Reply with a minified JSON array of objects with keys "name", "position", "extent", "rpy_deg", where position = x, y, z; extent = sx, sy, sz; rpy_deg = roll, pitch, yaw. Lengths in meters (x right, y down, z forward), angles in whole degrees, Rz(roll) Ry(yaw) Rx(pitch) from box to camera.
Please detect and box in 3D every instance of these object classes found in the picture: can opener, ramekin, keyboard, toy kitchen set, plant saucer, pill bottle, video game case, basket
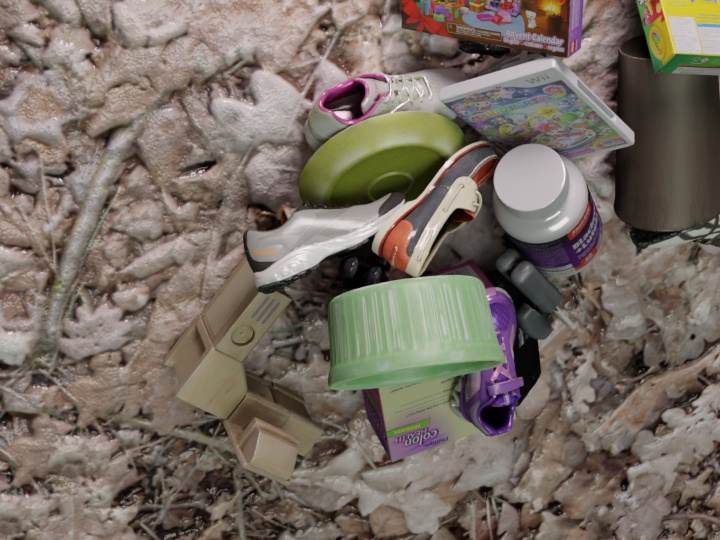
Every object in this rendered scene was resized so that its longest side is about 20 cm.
[{"name":"can opener","position":[0.208,0.039,1.596],"extent":[0.067,0.053,0.200],"rpy_deg":[-48,146,3]},{"name":"can opener","position":[0.000,0.000,1.509],"extent":[0.063,0.200,0.079],"rpy_deg":[13,92,5]},{"name":"ramekin","position":[0.056,0.070,1.462],"extent":[0.200,0.200,0.098],"rpy_deg":[-5,80,-19]},{"name":"keyboard","position":[0.199,0.070,1.693],"extent":[0.104,0.040,0.200],"rpy_deg":[-43,134,-42]},{"name":"toy kitchen set","position":[-0.091,0.128,1.551],"extent":[0.200,0.163,0.181],"rpy_deg":[30,105,-33]},{"name":"plant saucer","position":[0.030,-0.104,1.489],"extent":[0.200,0.031,0.200],"rpy_deg":[-14,149,-8]},{"name":"pill bottle","position":[0.218,-0.072,1.537],"extent":[0.111,0.112,0.200],"rpy_deg":[-38,154,4]},{"name":"video game case","position":[0.200,-0.172,1.466],"extent":[0.143,0.018,0.200],"rpy_deg":[-12,154,34]},{"name":"basket","position":[0.369,-0.174,1.566],"extent":[0.136,0.180,0.200],"rpy_deg":[3,116,21]}]

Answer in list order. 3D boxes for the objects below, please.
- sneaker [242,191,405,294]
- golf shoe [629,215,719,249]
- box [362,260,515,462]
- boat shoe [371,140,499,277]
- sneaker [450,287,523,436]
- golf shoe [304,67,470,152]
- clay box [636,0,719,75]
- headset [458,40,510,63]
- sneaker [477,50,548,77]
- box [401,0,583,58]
[{"name":"sneaker","position":[-0.037,-0.048,1.444],"extent":[0.200,0.074,0.079],"rpy_deg":[-25,85,-21]},{"name":"golf shoe","position":[0.449,-0.058,1.706],"extent":[0.200,0.078,0.095],"rpy_deg":[-23,126,-6]},{"name":"box","position":[0.091,0.115,1.657],"extent":[0.176,0.097,0.200],"rpy_deg":[-18,124,-11]},{"name":"boat shoe","position":[0.097,-0.069,1.450],"extent":[0.200,0.063,0.071],"rpy_deg":[-43,154,-29]},{"name":"sneaker","position":[0.160,0.117,1.573],"extent":[0.080,0.089,0.201],"rpy_deg":[-9,121,-15]},{"name":"golf shoe","position":[0.035,-0.186,1.448],"extent":[0.200,0.075,0.092],"rpy_deg":[-21,160,-10]},{"name":"clay box","position":[0.368,-0.318,1.476],"extent":[0.115,0.200,0.048],"rpy_deg":[-1,158,-21]},{"name":"headset","position":[0.180,-0.308,1.425],"extent":[0.094,0.124,0.200],"rpy_deg":[0,143,-21]},{"name":"sneaker","position":[0.192,-0.191,1.539],"extent":[0.115,0.075,0.200],"rpy_deg":[-15,148,22]},{"name":"box","position":[0.136,-0.307,1.367],"extent":[0.039,0.200,0.137],"rpy_deg":[-40,137,-47]}]
